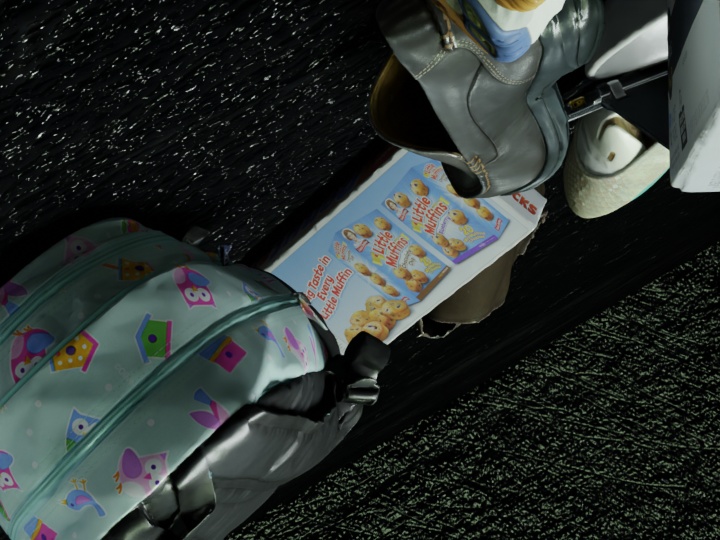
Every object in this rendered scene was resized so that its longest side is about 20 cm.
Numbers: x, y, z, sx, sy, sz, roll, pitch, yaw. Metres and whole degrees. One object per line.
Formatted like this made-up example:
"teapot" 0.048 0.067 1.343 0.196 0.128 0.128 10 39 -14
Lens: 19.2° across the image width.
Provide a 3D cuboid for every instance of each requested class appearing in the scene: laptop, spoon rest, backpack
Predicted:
"laptop" 0.147 -0.041 1.057 0.200 0.116 0.187 -22 180 29
"spoon rest" 0.186 -0.135 0.989 0.200 0.061 0.099 -30 174 -28
"backpack" -0.088 0.058 0.834 0.167 0.127 0.200 -50 172 1

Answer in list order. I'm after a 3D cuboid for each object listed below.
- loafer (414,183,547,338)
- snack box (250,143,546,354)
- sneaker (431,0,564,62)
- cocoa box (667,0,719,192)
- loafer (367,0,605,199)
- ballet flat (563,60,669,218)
"loafer" 0.065 -0.008 1.198 0.073 0.072 0.200 -12 169 -11
"snack box" 0.000 0.000 1.031 0.200 0.072 0.024 -40 -163 43
"sneaker" 0.045 -0.115 0.549 0.088 0.075 0.200 -44 179 1
"cocoa box" 0.169 -0.105 0.681 0.133 0.132 0.200 -2 174 4
"loafer" 0.035 -0.071 0.775 0.072 0.073 0.200 -23 162 -8
"ballet flat" 0.166 -0.101 1.195 0.062 0.068 0.200 11 140 -37
